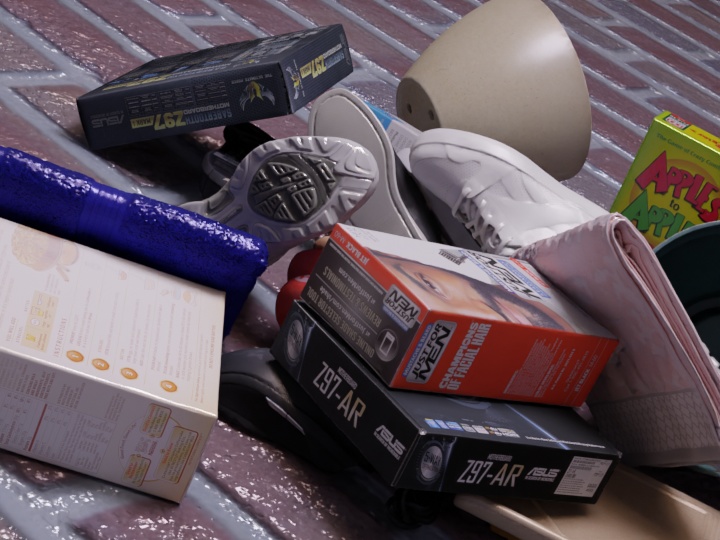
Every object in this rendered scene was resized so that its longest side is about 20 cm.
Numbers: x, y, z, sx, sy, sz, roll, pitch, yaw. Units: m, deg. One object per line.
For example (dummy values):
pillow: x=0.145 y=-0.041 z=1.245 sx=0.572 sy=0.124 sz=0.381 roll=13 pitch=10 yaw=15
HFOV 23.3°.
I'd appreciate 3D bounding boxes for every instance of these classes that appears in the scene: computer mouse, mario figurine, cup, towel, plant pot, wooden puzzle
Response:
computer mouse: x=-0.010 y=0.094 z=1.217 sx=0.199 sy=0.046 sz=0.140 roll=30 pitch=25 yaw=16
mario figurine: x=0.000 y=0.000 z=1.344 sx=0.106 sy=0.124 sz=0.200 roll=47 pitch=24 yaw=13
cup: x=0.120 y=-0.168 z=1.772 sx=0.142 sy=0.201 sz=0.200 roll=-19 pitch=40 yaw=-21
computer mouse: x=-0.071 y=-0.064 z=1.499 sx=0.140 sy=0.046 sz=0.200 roll=27 pitch=18 yaw=-6
towel: x=0.188 y=0.057 z=1.262 sx=0.192 sy=0.032 sz=0.200 roll=61 pitch=-18 yaw=-1
plant pot: x=0.300 y=0.070 z=1.421 sx=0.199 sy=0.201 sz=0.134 roll=28 pitch=-4 yaw=11
wooden puzzle: x=0.164 y=0.175 z=1.232 sx=0.184 sy=0.037 sz=0.200 roll=27 pitch=18 yaw=8
towel: x=-0.170 y=-0.009 z=1.203 sx=0.199 sy=0.148 sz=0.050 roll=19 pitch=66 yaw=-7

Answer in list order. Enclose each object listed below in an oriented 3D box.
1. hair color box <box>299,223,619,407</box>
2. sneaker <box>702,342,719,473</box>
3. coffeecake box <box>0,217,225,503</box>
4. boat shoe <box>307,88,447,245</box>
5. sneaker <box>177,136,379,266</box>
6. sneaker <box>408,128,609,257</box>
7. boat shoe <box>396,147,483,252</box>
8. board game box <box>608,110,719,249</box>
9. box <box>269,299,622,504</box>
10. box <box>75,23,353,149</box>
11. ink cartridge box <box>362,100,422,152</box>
hair color box: x=0.070 y=0.033 z=1.192 sx=0.199 sy=0.064 sz=0.111 roll=8 pitch=26 yaw=-44
sneaker: x=0.238 y=0.099 z=1.324 sx=0.200 sy=0.087 sz=0.075 roll=45 pitch=35 yaw=24
coffeecake box: x=-0.191 y=0.048 z=1.100 sx=0.199 sy=0.073 sz=0.154 roll=19 pitch=27 yaw=-12
boat shoe: x=0.021 y=-0.060 z=1.474 sx=0.201 sy=0.074 sz=0.060 roll=60 pitch=19 yaw=7
sneaker: x=-0.065 y=-0.045 z=1.310 sx=0.099 sy=0.199 sz=0.078 roll=-8 pitch=76 yaw=-64
sneaker: x=0.114 y=-0.030 z=1.423 sx=0.199 sy=0.074 sz=0.116 roll=28 pitch=55 yaw=4
boat shoe: x=0.105 y=-0.034 z=1.505 sx=0.070 sy=0.071 sz=0.200 roll=-32 pitch=69 yaw=-16
board game box: x=0.267 y=-0.027 z=1.552 sx=0.101 sy=0.201 sz=0.048 roll=30 pitch=23 yaw=15
box: x=0.059 y=0.091 z=1.188 sx=0.199 sy=0.044 sz=0.160 roll=12 pitch=23 yaw=-41
box: x=-0.124 y=-0.161 z=1.520 sx=0.199 sy=0.051 sz=0.158 roll=-8 pitch=15 yaw=22
ink cartridge box: x=0.080 y=-0.072 z=1.606 sx=0.199 sy=0.067 sz=0.116 roll=34 pitch=7 yaw=21
